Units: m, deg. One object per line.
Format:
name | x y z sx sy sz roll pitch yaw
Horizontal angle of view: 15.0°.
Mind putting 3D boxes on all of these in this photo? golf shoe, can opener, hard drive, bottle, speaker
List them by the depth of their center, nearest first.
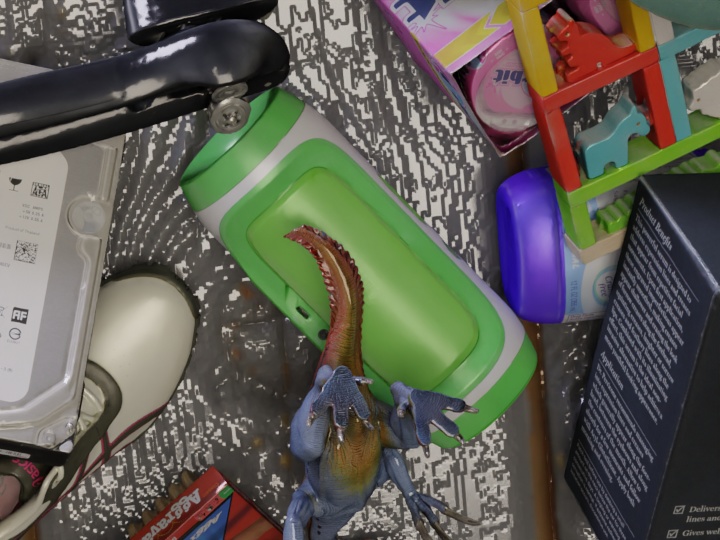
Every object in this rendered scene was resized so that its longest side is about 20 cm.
can opener | -0.129 -0.089 1.376 0.200 0.063 0.079 -22 62 -11
hard drive | -0.198 -0.011 1.382 0.139 0.038 0.200 12 70 -11
golf shoe | -0.155 0.083 1.424 0.077 0.088 0.200 42 90 -11
speaker | 0.000 0.000 1.433 0.088 0.088 0.200 -44 103 1
bottle | 0.175 -0.022 1.464 0.200 0.065 0.084 -6 106 -8

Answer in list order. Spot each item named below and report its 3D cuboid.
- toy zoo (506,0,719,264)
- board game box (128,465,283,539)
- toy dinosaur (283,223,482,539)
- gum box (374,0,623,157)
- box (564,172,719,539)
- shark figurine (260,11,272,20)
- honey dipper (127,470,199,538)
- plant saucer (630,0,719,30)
toy zoo | 0.144 -0.110 1.360 0.131 0.020 0.200 -26 128 -10
board game box | -0.126 0.195 1.452 0.200 0.019 0.103 -42 143 0
toy dinosaur | 0.004 0.097 1.427 0.105 0.182 0.200 -3 73 -14
gum box | 0.115 -0.162 1.399 0.200 0.114 0.066 -37 129 -1
box | 0.207 0.058 1.416 0.148 0.107 0.200 -2 125 -19
shark figurine | -0.125 -0.216 1.378 0.214 0.090 0.128 16 95 -13
honey dipper | -0.150 0.190 1.469 0.038 0.038 0.200 44 94 -13
plant saucer | 0.156 -0.212 1.290 0.200 0.036 0.200 13 65 -29
